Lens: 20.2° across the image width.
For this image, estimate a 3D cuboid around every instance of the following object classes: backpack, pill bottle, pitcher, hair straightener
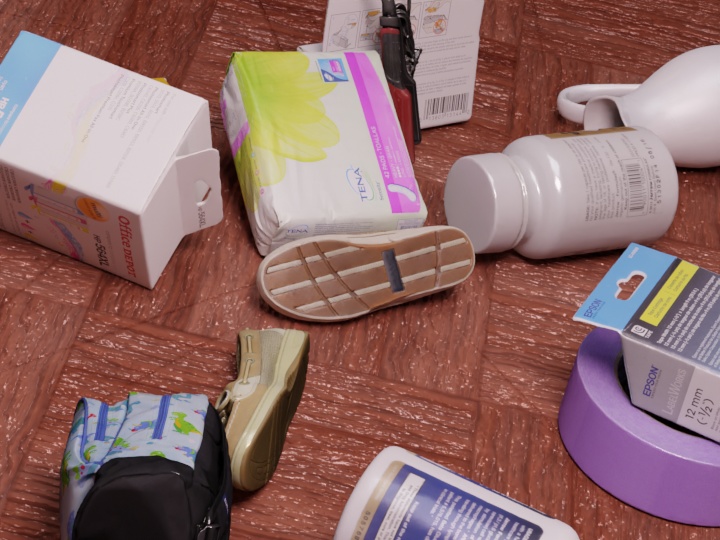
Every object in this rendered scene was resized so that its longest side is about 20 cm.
[{"bbox_3d":[-0.146,0.159,1.381,0.153,0.164,0.200,4,25,12],"label":"backpack"},{"bbox_3d":[0.184,-0.070,1.869,0.200,0.115,0.114,-8,39,-29],"label":"pill bottle"},{"bbox_3d":[0.086,0.212,1.418,0.200,0.111,0.111,24,34,15],"label":"pill bottle"},{"bbox_3d":[0.318,-0.170,2.075,0.200,0.121,0.172,-18,35,-22],"label":"pitcher"},{"bbox_3d":[0.032,-0.201,1.930,0.041,0.200,0.077,0,36,16],"label":"hair straightener"}]

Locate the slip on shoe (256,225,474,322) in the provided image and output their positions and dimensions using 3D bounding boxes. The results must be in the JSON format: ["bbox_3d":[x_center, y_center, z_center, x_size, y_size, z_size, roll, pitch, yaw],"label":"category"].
[{"bbox_3d":[0.000,0.000,1.754,0.200,0.076,0.061,-13,1,-23],"label":"slip on shoe"}]

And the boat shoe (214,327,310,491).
[{"bbox_3d":[-0.086,0.102,1.559,0.063,0.073,0.201,10,30,6],"label":"boat shoe"}]

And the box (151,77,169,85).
[{"bbox_3d":[-0.252,-0.127,1.865,0.200,0.042,0.119,-9,39,-26],"label":"box"}]

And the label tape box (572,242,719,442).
[{"bbox_3d":[0.281,0.066,1.633,0.200,0.066,0.143,22,34,17],"label":"label tape box"}]

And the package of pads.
[{"bbox_3d":[-0.039,-0.108,1.834,0.154,0.068,0.200,-3,58,-23],"label":"package of pads"}]

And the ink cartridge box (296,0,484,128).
[{"bbox_3d":[0.030,-0.220,1.977,0.200,0.177,0.045,-13,31,-35],"label":"ink cartridge box"}]

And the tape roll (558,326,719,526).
[{"bbox_3d":[0.267,0.120,1.663,0.200,0.066,0.200,9,33,-6],"label":"tape roll"}]

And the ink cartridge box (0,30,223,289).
[{"bbox_3d":[-0.218,-0.088,1.702,0.200,0.129,0.125,21,63,12],"label":"ink cartridge box"}]
